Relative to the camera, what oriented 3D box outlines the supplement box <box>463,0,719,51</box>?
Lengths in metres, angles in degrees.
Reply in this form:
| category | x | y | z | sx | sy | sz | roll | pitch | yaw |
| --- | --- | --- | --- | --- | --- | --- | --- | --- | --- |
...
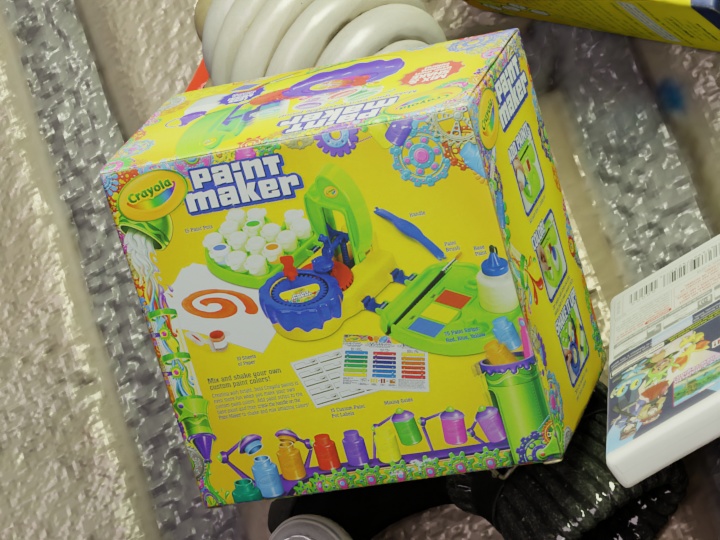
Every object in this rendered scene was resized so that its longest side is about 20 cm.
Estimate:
| category | x | y | z | sx | sy | sz | roll | pitch | yaw |
| --- | --- | --- | --- | --- | --- | --- | --- | --- | --- |
| supplement box | 0.138 | -0.194 | 1.611 | 0.199 | 0.109 | 0.109 | 13 | 85 | 30 |

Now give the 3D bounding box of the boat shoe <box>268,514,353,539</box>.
| category | x | y | z | sx | sy | sz | roll | pitch | yaw |
| --- | --- | --- | --- | --- | --- | --- | --- | --- | --- |
| boat shoe | -0.031 | 0.230 | 1.559 | 0.072 | 0.068 | 0.201 | 0 | 81 | 20 |

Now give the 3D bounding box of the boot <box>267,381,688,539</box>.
| category | x | y | z | sx | sy | sz | roll | pitch | yaw |
| --- | --- | --- | --- | --- | --- | --- | --- | --- | --- |
| boot | 0.060 | 0.125 | 1.595 | 0.211 | 0.079 | 0.158 | -43 | 62 | 13 |

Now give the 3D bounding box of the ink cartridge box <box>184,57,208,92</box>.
| category | x | y | z | sx | sy | sz | roll | pitch | yaw |
| --- | --- | --- | --- | --- | --- | --- | --- | --- | --- |
| ink cartridge box | -0.036 | -0.078 | 1.714 | 0.199 | 0.047 | 0.161 | 29 | 92 | 29 |

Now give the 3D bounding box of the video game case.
| category | x | y | z | sx | sy | sz | roll | pitch | yaw |
| --- | --- | --- | --- | --- | --- | --- | --- | --- | --- |
| video game case | 0.214 | 0.015 | 1.501 | 0.199 | 0.182 | 0.023 | -31 | 109 | 19 |

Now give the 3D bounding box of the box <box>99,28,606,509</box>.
| category | x | y | z | sx | sy | sz | roll | pitch | yaw |
| --- | --- | --- | --- | --- | --- | --- | --- | --- | --- |
| box | 0.000 | 0.000 | 1.502 | 0.199 | 0.122 | 0.194 | -9 | 110 | 20 |

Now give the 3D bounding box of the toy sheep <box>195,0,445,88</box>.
| category | x | y | z | sx | sy | sz | roll | pitch | yaw |
| --- | --- | --- | --- | --- | --- | --- | --- | --- | --- |
| toy sheep | -0.018 | -0.109 | 1.607 | 0.200 | 0.138 | 0.138 | 33 | 95 | 33 |
